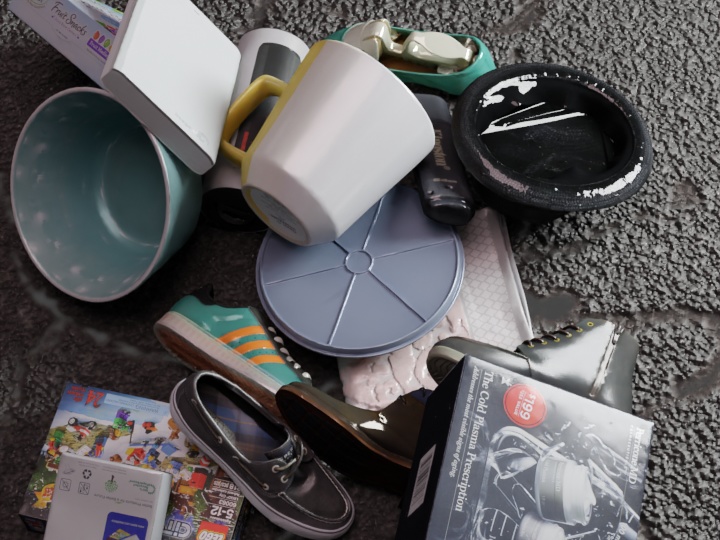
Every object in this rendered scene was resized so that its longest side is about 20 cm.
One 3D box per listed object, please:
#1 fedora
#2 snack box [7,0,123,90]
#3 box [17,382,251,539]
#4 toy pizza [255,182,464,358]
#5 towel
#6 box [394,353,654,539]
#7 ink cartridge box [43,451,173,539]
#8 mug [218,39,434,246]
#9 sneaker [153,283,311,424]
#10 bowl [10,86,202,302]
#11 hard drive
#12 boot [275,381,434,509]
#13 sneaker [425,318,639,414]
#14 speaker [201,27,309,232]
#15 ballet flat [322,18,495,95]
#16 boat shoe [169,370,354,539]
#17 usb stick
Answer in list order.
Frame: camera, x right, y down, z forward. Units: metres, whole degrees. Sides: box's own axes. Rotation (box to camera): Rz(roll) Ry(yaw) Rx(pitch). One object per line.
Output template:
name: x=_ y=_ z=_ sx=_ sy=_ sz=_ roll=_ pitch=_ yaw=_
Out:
fedora: x=0.177 y=-0.108 z=1.743 sx=0.198 sy=0.092 sz=0.202 roll=7 pitch=54 yaw=-9
snack box: x=-0.245 y=-0.221 z=1.811 sx=0.200 sy=0.142 sz=0.053 roll=39 pitch=101 yaw=39
box: x=-0.194 y=0.187 z=1.639 sx=0.198 sy=0.038 sz=0.138 roll=10 pitch=60 yaw=12
toy pizza: x=0.000 y=0.000 z=1.703 sx=0.198 sy=0.032 sz=0.202 roll=-3 pitch=56 yaw=5
towel: x=0.063 y=0.037 z=1.710 sx=0.189 sy=0.032 sz=0.202 roll=-12 pitch=57 yaw=-1
box: x=0.135 y=0.202 z=1.524 sx=0.180 sy=0.104 sz=0.202 roll=20 pitch=60 yaw=-10
ink cartridge box: x=-0.231 y=0.266 z=1.570 sx=0.098 sy=0.039 sz=0.202 roll=10 pitch=82 yaw=12
mug: x=-0.041 y=-0.106 z=1.694 sx=0.149 sy=0.186 sz=0.154 roll=45 pitch=71 yaw=-20
sneaker: x=-0.094 y=0.079 z=1.677 sx=0.199 sy=0.072 sz=0.080 roll=33 pitch=62 yaw=18
bowl: x=-0.230 y=-0.077 z=1.737 sx=0.200 sy=0.202 sz=0.105 roll=34 pitch=23 yaw=24
hard drive: x=-0.176 y=-0.193 z=1.715 sx=0.026 sy=0.132 sz=0.201 roll=-34 pitch=27 yaw=26
boot: x=0.023 y=0.140 z=1.617 sx=0.199 sy=0.075 sz=0.097 roll=35 pitch=55 yaw=-2
sneaker: x=0.155 y=0.081 z=1.622 sx=0.198 sy=0.075 sz=0.107 roll=23 pitch=62 yaw=-15
speaker: x=-0.104 y=-0.140 z=1.808 sx=0.080 sy=0.082 sz=0.202 roll=6 pitch=59 yaw=9
ballet flat: x=0.043 y=-0.227 z=1.852 sx=0.198 sy=0.071 sz=0.068 roll=10 pitch=60 yaw=12
boat shoe: x=-0.080 y=0.158 z=1.589 sx=0.200 sy=0.066 sz=0.070 roll=43 pitch=59 yaw=0
usb stick: x=0.073 y=-0.111 z=1.759 sx=0.055 sy=0.033 sz=0.201 roll=11 pitch=34 yaw=-15
